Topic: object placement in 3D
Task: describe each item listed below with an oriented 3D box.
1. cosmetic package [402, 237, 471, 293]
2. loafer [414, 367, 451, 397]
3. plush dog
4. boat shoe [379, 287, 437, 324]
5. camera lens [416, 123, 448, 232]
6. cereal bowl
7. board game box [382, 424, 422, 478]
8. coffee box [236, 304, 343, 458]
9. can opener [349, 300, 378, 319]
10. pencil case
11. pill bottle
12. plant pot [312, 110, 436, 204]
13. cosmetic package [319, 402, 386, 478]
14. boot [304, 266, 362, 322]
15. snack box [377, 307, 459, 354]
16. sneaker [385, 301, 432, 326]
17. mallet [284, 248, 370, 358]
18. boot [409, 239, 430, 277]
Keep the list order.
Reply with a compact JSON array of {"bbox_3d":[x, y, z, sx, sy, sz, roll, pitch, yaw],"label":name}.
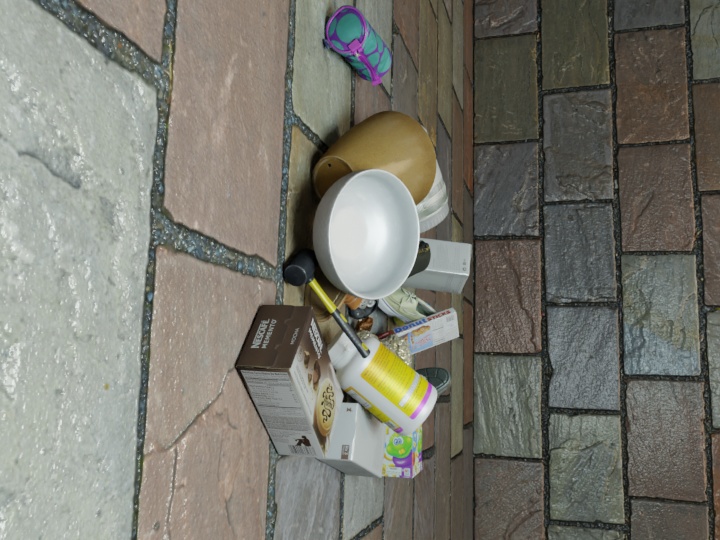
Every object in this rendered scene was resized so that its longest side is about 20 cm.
[{"bbox_3d":[0.137,-0.014,1.521,0.113,0.198,0.082,100,-1,-66],"label":"cosmetic package"},{"bbox_3d":[0.098,0.259,1.407,0.072,0.198,0.063,-100,163,-47],"label":"loafer"},{"bbox_3d":[0.026,0.188,1.333,0.173,0.159,0.200,61,1,-31],"label":"plush dog"},{"bbox_3d":[0.102,0.072,1.535,0.199,0.062,0.073,35,40,-34],"label":"boat shoe"},{"bbox_3d":[0.084,-0.190,1.401,0.160,0.159,0.201,-66,138,-56],"label":"camera lens"},{"bbox_3d":[-0.001,-0.057,1.083,0.199,0.083,0.202,-4,96,-43],"label":"cereal bowl"},{"bbox_3d":[0.075,0.335,1.484,0.103,0.104,0.202,18,71,-72],"label":"board game box"},{"bbox_3d":[-0.093,0.157,0.963,0.114,0.079,0.201,-72,155,-45],"label":"coffee box"},{"bbox_3d":[0.000,0.000,1.330,0.079,0.063,0.202,-138,-138,-62],"label":"can opener"},{"bbox_3d":[-0.001,-0.427,1.309,0.200,0.084,0.093,0,73,-73],"label":"pencil case"},{"bbox_3d":[0.029,0.186,1.182,0.200,0.104,0.104,40,29,-6],"label":"pill bottle"},{"bbox_3d":[0.009,-0.175,1.207,0.200,0.185,0.188,-29,118,-53],"label":"plant pot"},{"bbox_3d":[-0.013,0.311,1.246,0.200,0.073,0.103,55,37,-59],"label":"cosmetic package"},{"bbox_3d":[-0.030,0.031,1.195,0.155,0.073,0.201,77,31,-57],"label":"boot"},{"bbox_3d":[0.125,0.148,1.530,0.024,0.198,0.072,-124,-161,-55],"label":"snack box"},{"bbox_3d":[0.119,0.082,1.649,0.200,0.104,0.077,49,43,-66],"label":"sneaker"},{"bbox_3d":[-0.044,0.051,1.078,0.200,0.041,0.066,51,29,-21],"label":"mallet"},{"bbox_3d":[0.097,-0.053,1.355,0.138,0.078,0.201,-26,152,-34],"label":"boot"}]
